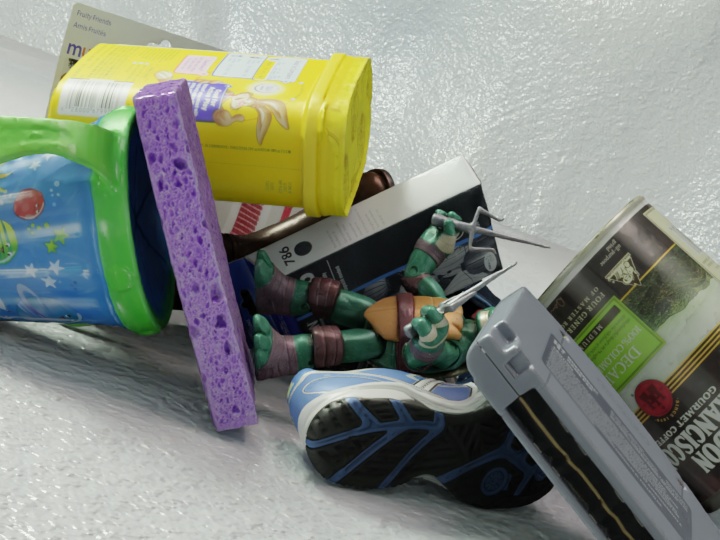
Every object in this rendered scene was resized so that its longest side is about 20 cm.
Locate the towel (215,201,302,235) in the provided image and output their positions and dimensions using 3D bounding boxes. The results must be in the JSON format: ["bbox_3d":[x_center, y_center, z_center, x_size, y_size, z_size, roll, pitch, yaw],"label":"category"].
[{"bbox_3d":[-0.094,-0.055,1.112,0.023,0.144,0.200,-4,-28,46],"label":"towel"}]

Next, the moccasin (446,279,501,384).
[{"bbox_3d":[0.082,0.052,1.110,0.200,0.080,0.068,45,23,-23],"label":"moccasin"}]

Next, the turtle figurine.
[{"bbox_3d":[0.031,0.028,0.901,0.199,0.101,0.150,-2,23,-2],"label":"turtle figurine"}]

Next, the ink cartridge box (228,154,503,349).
[{"bbox_3d":[0.000,0.000,0.995,0.100,0.199,0.039,68,-3,-49],"label":"ink cartridge box"}]

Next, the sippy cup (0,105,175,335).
[{"bbox_3d":[-0.190,-0.025,0.847,0.130,0.178,0.140,-6,25,2],"label":"sippy cup"}]

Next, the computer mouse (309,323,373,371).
[{"bbox_3d":[0.044,0.089,0.957,0.200,0.059,0.034,25,2,23],"label":"computer mouse"}]

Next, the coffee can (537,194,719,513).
[{"bbox_3d":[0.239,0.062,1.059,0.200,0.146,0.146,43,13,11],"label":"coffee can"}]

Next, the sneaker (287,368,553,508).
[{"bbox_3d":[0.046,0.094,0.853,0.200,0.076,0.077,16,13,-31],"label":"sneaker"}]

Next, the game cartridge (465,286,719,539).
[{"bbox_3d":[0.139,0.104,0.811,0.200,0.040,0.133,52,21,0],"label":"game cartridge"}]

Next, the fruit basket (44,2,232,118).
[{"bbox_3d":[-0.174,-0.090,1.098,0.094,0.201,0.185,25,9,39],"label":"fruit basket"}]

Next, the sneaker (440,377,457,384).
[{"bbox_3d":[0.006,0.062,1.058,0.079,0.078,0.200,-15,27,-28],"label":"sneaker"}]

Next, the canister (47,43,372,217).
[{"bbox_3d":[-0.099,-0.102,0.963,0.199,0.087,0.149,5,26,6],"label":"canister"}]

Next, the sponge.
[{"bbox_3d":[-0.098,-0.014,0.840,0.030,0.201,0.112,-12,11,-2],"label":"sponge"}]

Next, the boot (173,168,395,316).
[{"bbox_3d":[-0.095,-0.025,0.990,0.200,0.186,0.064,17,35,-43],"label":"boot"}]
